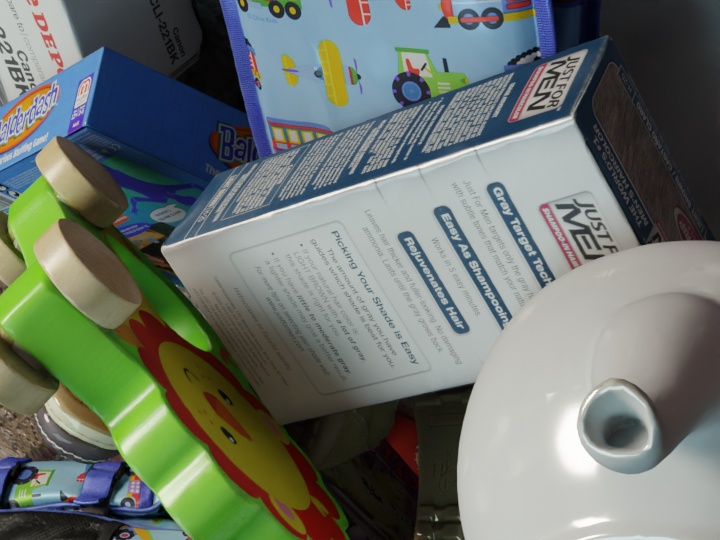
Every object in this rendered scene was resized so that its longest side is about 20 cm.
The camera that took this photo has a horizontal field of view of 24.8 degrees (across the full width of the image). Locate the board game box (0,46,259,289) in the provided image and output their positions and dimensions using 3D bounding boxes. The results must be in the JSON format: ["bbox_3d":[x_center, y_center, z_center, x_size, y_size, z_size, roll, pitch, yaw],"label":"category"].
[{"bbox_3d":[-0.090,-0.038,0.852,0.199,0.045,0.151,24,155,-33],"label":"board game box"}]

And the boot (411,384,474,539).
[{"bbox_3d":[0.090,0.087,0.841,0.072,0.202,0.166,3,164,34],"label":"boot"}]

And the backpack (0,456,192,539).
[{"bbox_3d":[-0.080,0.170,0.778,0.198,0.136,0.183,-4,152,19],"label":"backpack"}]

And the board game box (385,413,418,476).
[{"bbox_3d":[0.068,0.174,0.996,0.199,0.040,0.154,22,139,28],"label":"board game box"}]

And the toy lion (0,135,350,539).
[{"bbox_3d":[-0.081,0.049,0.698,0.192,0.069,0.200,44,-173,-22],"label":"toy lion"}]

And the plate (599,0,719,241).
[{"bbox_3d":[0.118,-0.023,0.691,0.199,0.032,0.202,-28,69,54],"label":"plate"}]

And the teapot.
[{"bbox_3d":[0.116,0.102,0.562,0.199,0.147,0.197,32,136,-11],"label":"teapot"}]

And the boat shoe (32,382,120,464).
[{"bbox_3d":[-0.131,0.053,0.812,0.072,0.200,0.065,31,104,-14],"label":"boat shoe"}]

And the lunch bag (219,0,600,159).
[{"bbox_3d":[0.021,-0.095,0.674,0.149,0.094,0.202,8,117,27],"label":"lunch bag"}]

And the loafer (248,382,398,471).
[{"bbox_3d":[0.000,0.000,0.784,0.076,0.202,0.067,21,-177,38],"label":"loafer"}]

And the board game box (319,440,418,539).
[{"bbox_3d":[-0.006,0.113,0.867,0.032,0.120,0.200,-39,101,11],"label":"board game box"}]

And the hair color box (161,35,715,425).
[{"bbox_3d":[0.028,-0.009,0.651,0.199,0.061,0.100,-15,118,35],"label":"hair color box"}]

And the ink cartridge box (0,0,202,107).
[{"bbox_3d":[-0.199,-0.166,0.882,0.199,0.084,0.145,11,133,35],"label":"ink cartridge box"}]
